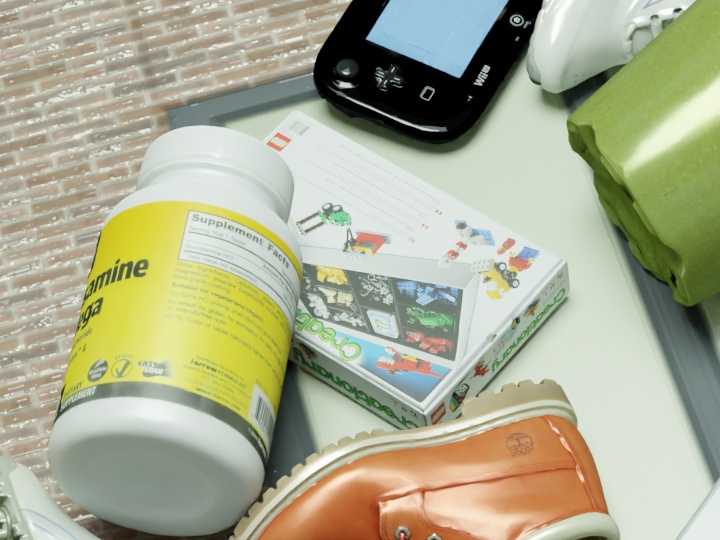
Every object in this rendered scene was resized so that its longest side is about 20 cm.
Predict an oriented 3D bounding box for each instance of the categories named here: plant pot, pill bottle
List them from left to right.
[{"bbox_3d":[-0.091,0.028,1.570,0.112,0.113,0.201,3,54,11],"label":"pill bottle"},{"bbox_3d":[0.219,-0.082,1.614,0.189,0.200,0.200,-33,53,-3],"label":"plant pot"}]

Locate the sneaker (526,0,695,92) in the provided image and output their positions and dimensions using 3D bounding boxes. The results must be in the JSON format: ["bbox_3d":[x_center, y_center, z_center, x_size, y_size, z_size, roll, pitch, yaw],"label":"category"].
[{"bbox_3d":[0.181,-0.163,1.744,0.200,0.075,0.087,-36,60,-19],"label":"sneaker"}]

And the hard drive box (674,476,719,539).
[{"bbox_3d":[0.251,0.143,1.484,0.155,0.077,0.200,25,59,25],"label":"hard drive box"}]

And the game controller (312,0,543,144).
[{"bbox_3d":[0.055,-0.158,1.777,0.104,0.042,0.200,18,57,21],"label":"game controller"}]

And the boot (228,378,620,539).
[{"bbox_3d":[0.034,0.135,1.529,0.199,0.075,0.108,-20,56,-9],"label":"boot"}]

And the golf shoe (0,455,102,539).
[{"bbox_3d":[-0.135,0.173,1.536,0.097,0.079,0.200,-11,51,-27],"label":"golf shoe"}]

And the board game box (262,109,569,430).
[{"bbox_3d":[0.000,0.000,1.662,0.199,0.035,0.126,31,63,28],"label":"board game box"}]
